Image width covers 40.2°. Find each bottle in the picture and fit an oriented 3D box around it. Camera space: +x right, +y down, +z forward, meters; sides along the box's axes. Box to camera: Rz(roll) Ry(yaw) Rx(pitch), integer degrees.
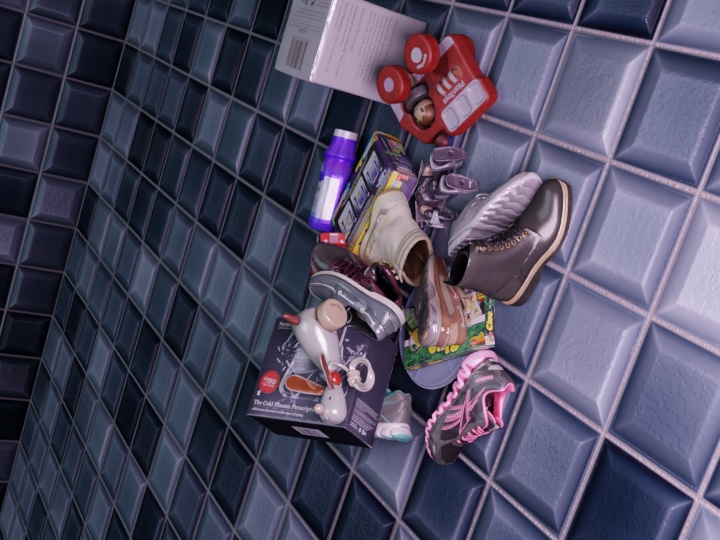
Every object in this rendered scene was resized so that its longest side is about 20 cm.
[{"bbox_3d":[-0.050,-0.173,1.917,0.084,0.065,0.200,-130,53,-82],"label":"bottle"}]

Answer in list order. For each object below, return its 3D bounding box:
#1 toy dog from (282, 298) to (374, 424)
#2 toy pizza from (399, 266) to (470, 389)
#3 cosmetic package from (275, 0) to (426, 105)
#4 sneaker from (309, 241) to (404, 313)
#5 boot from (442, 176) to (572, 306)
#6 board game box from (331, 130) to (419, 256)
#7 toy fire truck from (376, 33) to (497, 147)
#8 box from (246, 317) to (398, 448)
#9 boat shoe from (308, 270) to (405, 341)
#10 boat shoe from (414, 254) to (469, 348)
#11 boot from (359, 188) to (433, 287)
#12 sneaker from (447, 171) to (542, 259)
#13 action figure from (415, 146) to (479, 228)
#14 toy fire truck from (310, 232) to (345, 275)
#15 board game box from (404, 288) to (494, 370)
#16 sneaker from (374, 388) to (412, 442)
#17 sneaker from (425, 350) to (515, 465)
[{"bbox_3d":[-0.072,0.133,1.537,0.132,0.096,0.200,-53,46,32],"label":"toy dog"},{"bbox_3d":[0.132,0.094,1.595,0.200,0.032,0.200,-28,55,50],"label":"toy pizza"},{"bbox_3d":[-0.022,-0.416,1.827,0.167,0.200,0.167,33,109,55],"label":"cosmetic package"},{"bbox_3d":[0.000,0.000,1.630,0.200,0.076,0.116,38,156,14],"label":"sneaker"},{"bbox_3d":[0.213,-0.048,1.413,0.077,0.138,0.200,37,111,55],"label":"boot"},{"bbox_3d":[0.023,-0.127,1.783,0.200,0.057,0.165,-62,26,26],"label":"board game box"},{"bbox_3d":[0.130,-0.296,1.659,0.200,0.112,0.168,-43,66,44],"label":"toy fire truck"},{"bbox_3d":[-0.063,0.184,1.649,0.200,0.104,0.182,2,63,30],"label":"box"},{"bbox_3d":[-0.020,0.058,1.592,0.200,0.073,0.062,23,58,37],"label":"boat shoe"},{"bbox_3d":[0.125,0.050,1.491,0.200,0.072,0.076,-87,12,-52],"label":"boat shoe"},{"bbox_3d":[0.062,-0.017,1.668,0.155,0.072,0.200,-119,31,-45],"label":"boot"},{"bbox_3d":[0.197,-0.098,1.513,0.200,0.075,0.082,-41,41,39],"label":"sneaker"},{"bbox_3d":[0.131,-0.138,1.611,0.200,0.069,0.130,137,128,-76],"label":"action figure"},{"bbox_3d":[-0.061,0.025,1.789,0.200,0.049,0.141,121,147,-70],"label":"toy fire truck"},{"bbox_3d":[0.136,0.088,1.541,0.200,0.023,0.105,-25,59,51],"label":"board game box"},{"bbox_3d":[0.023,0.240,1.696,0.200,0.078,0.091,-1,74,48],"label":"sneaker"},{"bbox_3d":[0.168,0.221,1.476,0.095,0.079,0.200,43,118,40],"label":"sneaker"}]
